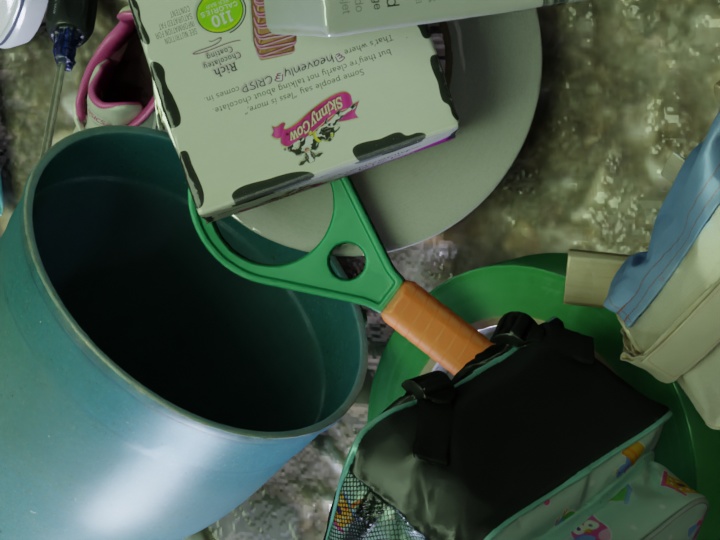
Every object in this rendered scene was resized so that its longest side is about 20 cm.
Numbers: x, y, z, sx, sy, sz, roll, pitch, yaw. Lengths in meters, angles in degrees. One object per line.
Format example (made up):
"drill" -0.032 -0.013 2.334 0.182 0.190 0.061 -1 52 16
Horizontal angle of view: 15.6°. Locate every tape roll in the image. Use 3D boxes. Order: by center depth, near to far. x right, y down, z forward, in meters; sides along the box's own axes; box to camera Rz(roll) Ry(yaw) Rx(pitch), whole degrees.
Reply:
"tape roll" -0.007 -0.107 1.343 0.201 0.037 0.205 0 95 4
"tape roll" 0.096 0.094 1.359 0.199 0.048 0.202 7 103 34

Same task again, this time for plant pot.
"plant pot" -0.128 0.061 1.376 0.200 0.199 0.188 52 127 16

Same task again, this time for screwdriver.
"screwdriver" -0.163 -0.101 1.450 0.029 0.028 0.201 -11 48 11

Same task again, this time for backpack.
"backpack" 0.059 0.145 1.258 0.153 0.175 0.200 43 134 14

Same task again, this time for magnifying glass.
"magnifying glass" 0.000 0.000 1.325 0.200 0.022 0.080 38 95 1

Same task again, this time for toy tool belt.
"toy tool belt" 0.180 -0.035 1.232 0.123 0.125 0.201 36 117 15

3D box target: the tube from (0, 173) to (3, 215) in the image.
"tube" -0.248 -0.134 1.568 0.077 0.050 0.202 10 109 41

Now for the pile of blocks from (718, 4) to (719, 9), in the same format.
"pile of blocks" 0.173 -0.190 1.245 0.082 0.062 0.202 -13 90 36

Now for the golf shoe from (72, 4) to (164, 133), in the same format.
"golf shoe" -0.136 -0.080 1.467 0.075 0.091 0.201 41 120 21

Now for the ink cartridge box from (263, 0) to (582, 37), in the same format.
"ink cartridge box" 0.054 -0.192 1.215 0.084 0.199 0.145 -163 65 -66

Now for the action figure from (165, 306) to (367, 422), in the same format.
"action figure" -0.077 0.054 1.475 0.199 0.055 0.119 -23 82 32

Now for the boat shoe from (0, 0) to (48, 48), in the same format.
"boat shoe" -0.214 -0.205 1.467 0.071 0.069 0.201 52 146 34

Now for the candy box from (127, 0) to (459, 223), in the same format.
"candy box" -0.046 -0.139 1.286 0.135 0.061 0.201 -18 87 0
